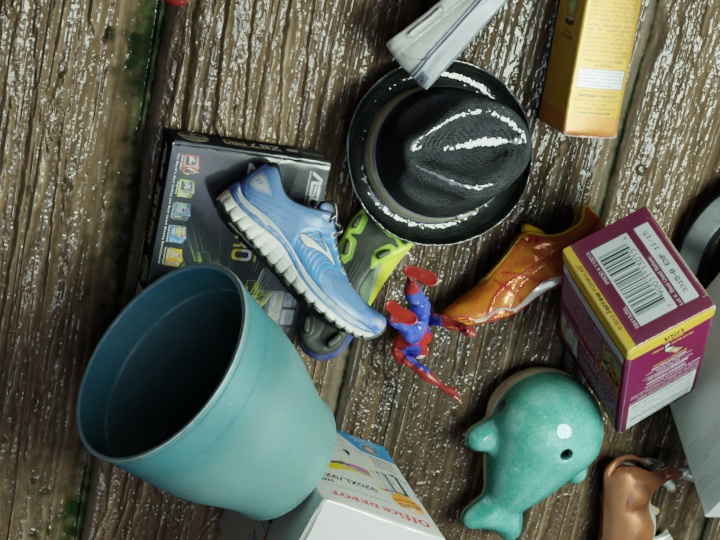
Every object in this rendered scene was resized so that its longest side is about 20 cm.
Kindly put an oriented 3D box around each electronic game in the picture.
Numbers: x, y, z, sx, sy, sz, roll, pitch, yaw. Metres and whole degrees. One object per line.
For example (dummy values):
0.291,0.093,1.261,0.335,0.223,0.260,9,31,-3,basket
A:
0.434,-0.016,1.566,0.197,0.042,0.203,-8,119,-14,electronic game

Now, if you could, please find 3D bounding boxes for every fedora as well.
0.090,-0.116,1.362,0.198,0.091,0.204,0,89,-21,fedora

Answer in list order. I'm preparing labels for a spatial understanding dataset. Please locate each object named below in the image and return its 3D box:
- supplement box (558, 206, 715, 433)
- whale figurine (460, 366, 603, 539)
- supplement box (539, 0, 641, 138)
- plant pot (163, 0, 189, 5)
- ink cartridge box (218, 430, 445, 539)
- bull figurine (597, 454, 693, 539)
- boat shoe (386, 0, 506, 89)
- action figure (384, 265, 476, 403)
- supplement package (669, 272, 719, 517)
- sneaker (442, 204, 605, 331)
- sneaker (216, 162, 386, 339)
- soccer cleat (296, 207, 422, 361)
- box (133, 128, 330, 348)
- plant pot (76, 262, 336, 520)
0.274,0.054,1.441,0.102,0.132,0.201,-26,153,-8,supplement box
0.184,0.206,1.532,0.158,0.104,0.202,22,102,-24,whale figurine
0.231,-0.237,1.406,0.068,0.067,0.203,0,110,-18,supplement box
-0.112,-0.330,1.187,0.180,0.201,0.203,-17,114,-7,plant pot
-0.034,0.262,1.427,0.146,0.200,0.146,22,102,-24,ink cartridge box
0.314,0.303,1.634,0.120,0.065,0.203,-6,113,-20,bull figurine
0.094,-0.270,1.347,0.086,0.075,0.202,41,79,-1,boat shoe
0.075,0.066,1.402,0.098,0.200,0.066,29,76,9,action figure
0.435,0.124,1.495,0.145,0.202,0.192,3,142,-19,supplement package
0.164,-0.001,1.481,0.198,0.073,0.078,-31,93,-8,sneaker
-0.040,-0.018,1.327,0.089,0.078,0.200,-44,103,-8,sneaker
-0.001,0.000,1.424,0.064,0.084,0.201,32,79,3,soccer cleat
-0.127,-0.026,1.376,0.159,0.049,0.203,6,108,-23,box
-0.125,0.128,1.315,0.200,0.200,0.188,-46,127,2,plant pot
